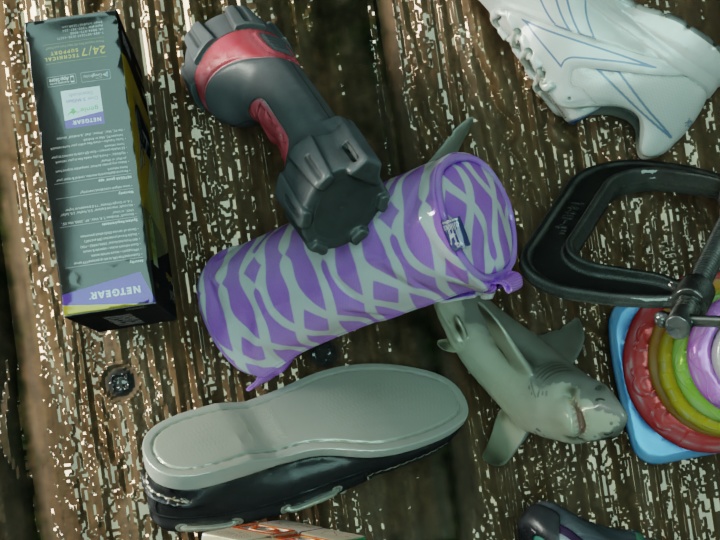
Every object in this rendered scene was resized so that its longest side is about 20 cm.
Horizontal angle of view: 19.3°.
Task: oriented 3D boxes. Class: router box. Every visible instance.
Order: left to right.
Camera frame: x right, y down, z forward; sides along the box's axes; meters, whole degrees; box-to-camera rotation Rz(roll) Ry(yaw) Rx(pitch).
[{"bbox_3d":[-0.143,-0.049,1.194,0.052,0.200,0.158,-8,87,-3],"label":"router box"}]

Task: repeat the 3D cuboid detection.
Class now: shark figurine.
[{"bbox_3d":[0.092,0.026,1.277,0.089,0.128,0.215,-23,68,-29],"label":"shark figurine"}]

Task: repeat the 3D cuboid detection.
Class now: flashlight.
[{"bbox_3d":[-0.046,-0.080,1.209,0.068,0.200,0.068,-24,130,-6],"label":"flashlight"}]

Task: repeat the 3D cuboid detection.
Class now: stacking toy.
[{"bbox_3d":[0.215,0.051,1.206,0.116,0.200,0.110,-10,87,-3],"label":"stacking toy"}]

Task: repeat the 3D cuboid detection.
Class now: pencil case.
[{"bbox_3d":[0.000,0.000,1.213,0.200,0.084,0.086,-20,100,36],"label":"pencil case"}]

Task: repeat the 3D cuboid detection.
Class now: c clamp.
[{"bbox_3d":[0.182,-0.014,1.218,0.170,0.200,0.027,3,120,17],"label":"c clamp"}]

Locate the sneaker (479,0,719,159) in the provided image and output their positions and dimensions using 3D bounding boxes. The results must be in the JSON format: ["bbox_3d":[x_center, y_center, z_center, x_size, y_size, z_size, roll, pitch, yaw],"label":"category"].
[{"bbox_3d":[0.125,-0.142,1.282,0.200,0.075,0.087,31,90,0],"label":"sneaker"}]

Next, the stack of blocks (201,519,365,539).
[{"bbox_3d":[-0.045,0.247,1.204,0.058,0.115,0.201,7,93,29],"label":"stack of blocks"}]

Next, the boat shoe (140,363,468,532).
[{"bbox_3d":[-0.032,0.109,1.258,0.199,0.060,0.074,-14,43,-20],"label":"boat shoe"}]

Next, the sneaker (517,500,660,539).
[{"bbox_3d":[0.186,0.186,1.269,0.200,0.074,0.088,40,71,-9],"label":"sneaker"}]
